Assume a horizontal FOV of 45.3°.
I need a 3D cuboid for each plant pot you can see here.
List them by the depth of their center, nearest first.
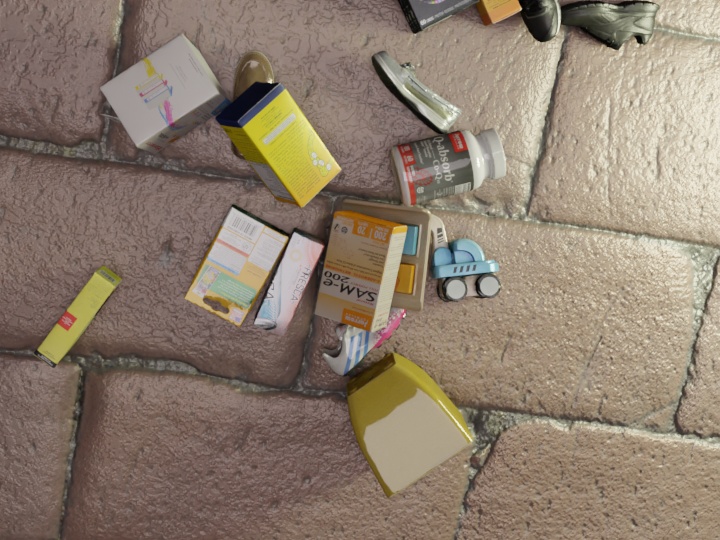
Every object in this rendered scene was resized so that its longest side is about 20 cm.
[{"bbox_3d":[0.074,0.276,1.673,0.195,0.194,0.200,-34,96,3],"label":"plant pot"}]

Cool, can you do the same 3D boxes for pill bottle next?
[{"bbox_3d":[0.163,-0.199,1.620,0.199,0.116,0.116,-15,102,-2],"label":"pill bottle"}]

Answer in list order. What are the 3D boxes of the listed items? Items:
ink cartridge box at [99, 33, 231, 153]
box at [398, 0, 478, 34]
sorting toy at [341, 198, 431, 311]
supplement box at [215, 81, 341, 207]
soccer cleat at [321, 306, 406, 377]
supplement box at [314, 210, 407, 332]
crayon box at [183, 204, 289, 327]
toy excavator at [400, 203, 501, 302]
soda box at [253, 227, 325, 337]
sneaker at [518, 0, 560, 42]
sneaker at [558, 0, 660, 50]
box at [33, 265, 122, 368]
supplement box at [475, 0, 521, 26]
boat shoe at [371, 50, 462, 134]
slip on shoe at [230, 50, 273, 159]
[{"bbox_3d":[-0.355,-0.305,1.545,0.200,0.129,0.126,-33,90,3],"label":"ink cartridge box"},{"bbox_3d":[0.113,-0.547,1.555,0.122,0.106,0.201,-27,101,1],"label":"box"},{"bbox_3d":[0.038,-0.029,1.646,0.184,0.036,0.201,9,103,22],"label":"sorting toy"},{"bbox_3d":[-0.147,-0.228,1.554,0.110,0.109,0.200,-45,121,-15],"label":"supplement box"},{"bbox_3d":[0.006,0.119,1.692,0.086,0.070,0.200,41,96,-11],"label":"soccer cleat"},{"bbox_3d":[0.000,0.000,1.610,0.126,0.073,0.201,16,102,22],"label":"supplement box"},{"bbox_3d":[-0.238,-0.009,1.659,0.125,0.052,0.201,28,97,-9],"label":"crayon box"},{"bbox_3d":[0.167,-0.038,1.674,0.193,0.100,0.201,-5,87,-2],"label":"toy excavator"},{"bbox_3d":[-0.138,0.022,1.667,0.068,0.064,0.201,23,98,-8],"label":"soda box"},{"bbox_3d":[0.304,-0.515,1.575,0.076,0.087,0.201,-10,98,37],"label":"sneaker"},{"bbox_3d":[0.460,-0.460,1.618,0.199,0.076,0.091,1,111,-1],"label":"sneaker"},{"bbox_3d":[-0.537,0.087,1.643,0.050,0.075,0.200,38,97,-10],"label":"box"},{"bbox_3d":[0.224,-0.556,1.582,0.069,0.067,0.201,-27,102,1],"label":"supplement box"},{"bbox_3d":[0.103,-0.341,1.614,0.202,0.074,0.065,41,89,-14],"label":"boat shoe"},{"bbox_3d":[-0.205,-0.306,1.599,0.076,0.061,0.201,12,100,-6],"label":"slip on shoe"}]
